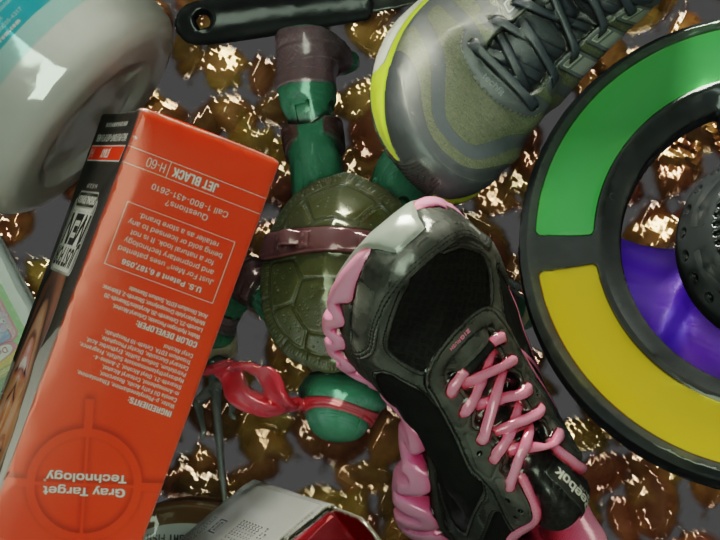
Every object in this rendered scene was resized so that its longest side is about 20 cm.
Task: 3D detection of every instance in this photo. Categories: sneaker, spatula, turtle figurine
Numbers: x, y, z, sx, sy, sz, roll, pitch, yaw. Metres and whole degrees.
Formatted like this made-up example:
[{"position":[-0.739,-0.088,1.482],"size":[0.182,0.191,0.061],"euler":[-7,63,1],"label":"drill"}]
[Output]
[{"position":[0.051,0.055,0.865],"size":[0.079,0.200,0.095],"euler":[-40,50,-16],"label":"sneaker"},{"position":[0.019,-0.120,0.977],"size":[0.199,0.021,0.057],"euler":[-10,84,5],"label":"spatula"},{"position":[0.075,-0.108,0.898],"size":[0.074,0.081,0.200],"euler":[43,61,-14],"label":"sneaker"},{"position":[0.000,0.000,0.932],"size":[0.149,0.101,0.201],"euler":[7,77,2],"label":"turtle figurine"}]

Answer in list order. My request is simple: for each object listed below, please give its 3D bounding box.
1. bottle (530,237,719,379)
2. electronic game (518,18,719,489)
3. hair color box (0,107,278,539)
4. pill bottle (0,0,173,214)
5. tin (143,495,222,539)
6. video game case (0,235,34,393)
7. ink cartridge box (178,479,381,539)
[{"position":[0.167,0.041,0.915],"size":[0.199,0.084,0.065],"euler":[25,81,8],"label":"bottle"},{"position":[0.160,-0.010,0.868],"size":[0.199,0.042,0.201],"euler":[-2,65,5],"label":"electronic game"},{"position":[-0.101,0.041,0.889],"size":[0.061,0.101,0.201],"euler":[20,87,-14],"label":"hair color box"},{"position":[-0.183,-0.125,0.952],"size":[0.200,0.111,0.111],"euler":[41,89,9],"label":"pill bottle"},{"position":[-0.073,0.194,0.946],"size":[0.112,0.042,0.201],"euler":[0,84,10],"label":"tin"},{"position":[-0.226,0.063,0.982],"size":[0.200,0.022,0.182],"euler":[-29,82,1],"label":"video game case"},{"position":[0.008,0.183,0.840],"size":[0.084,0.176,0.200],"euler":[-39,97,-13],"label":"ink cartridge box"}]
